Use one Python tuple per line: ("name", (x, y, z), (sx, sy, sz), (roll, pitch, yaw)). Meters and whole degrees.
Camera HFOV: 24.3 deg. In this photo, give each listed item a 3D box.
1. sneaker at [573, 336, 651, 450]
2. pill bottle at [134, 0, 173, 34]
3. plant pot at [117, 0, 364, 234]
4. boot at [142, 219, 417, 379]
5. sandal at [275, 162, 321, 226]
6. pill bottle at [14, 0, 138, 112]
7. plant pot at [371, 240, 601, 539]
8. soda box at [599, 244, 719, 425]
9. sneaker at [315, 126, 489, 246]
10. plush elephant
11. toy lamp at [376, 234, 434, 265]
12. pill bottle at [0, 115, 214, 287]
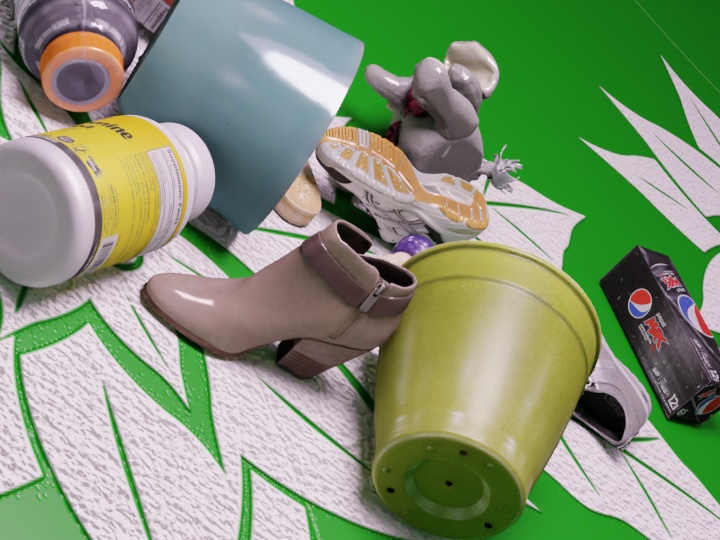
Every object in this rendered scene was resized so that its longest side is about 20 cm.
("sneaker", (0.217, 0.096, 1.677), (0.200, 0.075, 0.082), (42, 28, -6))
("pill bottle", (-0.190, -0.293, 1.623), (0.199, 0.112, 0.112), (38, 30, -11))
("plant pot", (-0.117, -0.160, 1.472), (0.160, 0.201, 0.201), (32, 32, -11))
("boot", (-0.058, 0.013, 1.370), (0.199, 0.146, 0.071), (25, 37, -30))
("sandal", (-0.069, -0.144, 1.629), (0.077, 0.070, 0.213), (16, 40, -40))
("pill bottle", (-0.252, -0.231, 1.477), (0.106, 0.106, 0.201), (22, 37, -34))
("plant pot", (0.091, 0.114, 1.411), (0.200, 0.200, 0.194), (36, 42, -14))
("soda box", (0.346, 0.071, 1.873), (0.063, 0.071, 0.201), (16, 40, -41))
("sneaker", (0.029, -0.066, 1.639), (0.199, 0.088, 0.076), (27, 43, -24))
("plush elephant", (0.067, -0.163, 1.739), (0.199, 0.165, 0.155), (17, 31, -36))
("toy lamp", (0.000, 0.000, 1.553), (0.058, 0.058, 0.199), (53, 28, 16))
("pill bottle", (-0.204, -0.061, 1.319), (0.113, 0.112, 0.200), (50, 30, 10))
